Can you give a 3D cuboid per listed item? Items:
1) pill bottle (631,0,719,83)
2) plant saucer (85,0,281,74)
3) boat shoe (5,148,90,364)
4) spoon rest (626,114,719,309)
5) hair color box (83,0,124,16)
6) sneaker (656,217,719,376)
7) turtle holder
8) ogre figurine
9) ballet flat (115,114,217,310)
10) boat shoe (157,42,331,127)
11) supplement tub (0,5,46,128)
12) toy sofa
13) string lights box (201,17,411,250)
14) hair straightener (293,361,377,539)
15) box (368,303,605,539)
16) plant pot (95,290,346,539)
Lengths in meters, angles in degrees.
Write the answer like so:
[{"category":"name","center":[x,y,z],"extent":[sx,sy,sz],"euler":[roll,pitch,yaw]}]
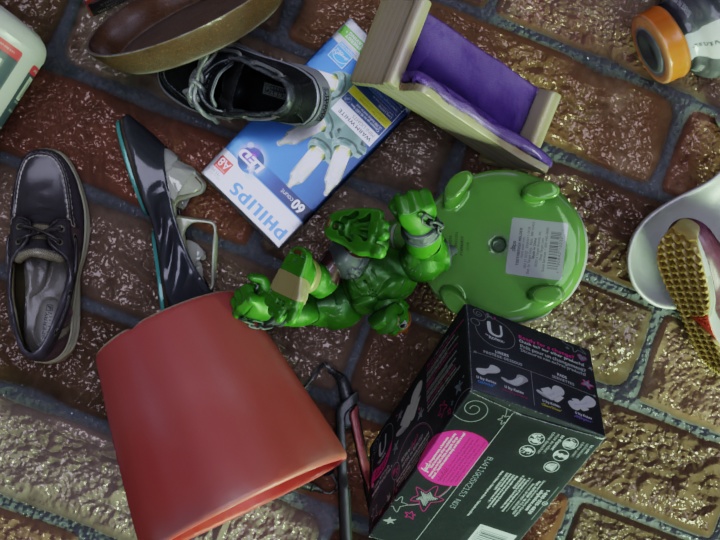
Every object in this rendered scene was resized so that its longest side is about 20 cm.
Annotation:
[{"category":"pill bottle","center":[0.361,-0.252,1.143],"extent":[0.199,0.106,0.107],"euler":[-27,91,-5]},{"category":"plant saucer","center":[-0.147,-0.227,1.068],"extent":[0.199,0.200,0.035],"euler":[-28,119,-5]},{"category":"boat shoe","center":[-0.289,-0.014,1.099],"extent":[0.071,0.065,0.202],"euler":[2,87,-3]},{"category":"spoon rest","center":[0.325,-0.057,1.152],"extent":[0.099,0.061,0.201],"euler":[31,85,-17]},{"category":"hair color box","center":[-0.249,-0.355,1.115],"extent":[0.110,0.064,0.201],"euler":[-27,92,-6]},{"category":"sneaker","center":[0.344,0.013,1.123],"extent":[0.090,0.075,0.200],"euler":[-36,129,-9]},{"category":"turtle holder","center":[0.116,-0.012,1.099],"extent":[0.185,0.132,0.142],"euler":[-24,81,11]},{"category":"ogre figurine","center":[0.000,0.000,1.015],"extent":[0.200,0.120,0.098],"euler":[-48,54,16]},{"category":"ballet flat","center":[-0.170,-0.051,1.110],"extent":[0.073,0.073,0.201],"euler":[-14,96,-5]},{"category":"boat shoe","center":[-0.121,-0.165,1.068],"extent":[0.199,0.068,0.074],"euler":[24,107,34]},{"category":"supplement tub","center":[-0.384,-0.153,1.057],"extent":[0.140,0.140,0.201],"euler":[32,85,-3]},{"category":"toy sofa","center":[0.098,-0.163,1.076],"extent":[0.199,0.097,0.083],"euler":[25,85,-39]},{"category":"string lights box","center":[-0.044,-0.126,1.127],"extent":[0.103,0.059,0.200],"euler":[43,85,-3]},{"category":"hair straightener","center":[-0.026,0.187,1.128],"extent":[0.076,0.041,0.201],"euler":[-10,89,-6]},{"category":"box","center":[0.105,0.150,1.051],"extent":[0.131,0.115,0.200],"euler":[20,127,-14]},{"category":"plant pot","center":[-0.134,0.127,1.055],"extent":[0.199,0.200,0.178],"euler":[-24,79,-5]}]
